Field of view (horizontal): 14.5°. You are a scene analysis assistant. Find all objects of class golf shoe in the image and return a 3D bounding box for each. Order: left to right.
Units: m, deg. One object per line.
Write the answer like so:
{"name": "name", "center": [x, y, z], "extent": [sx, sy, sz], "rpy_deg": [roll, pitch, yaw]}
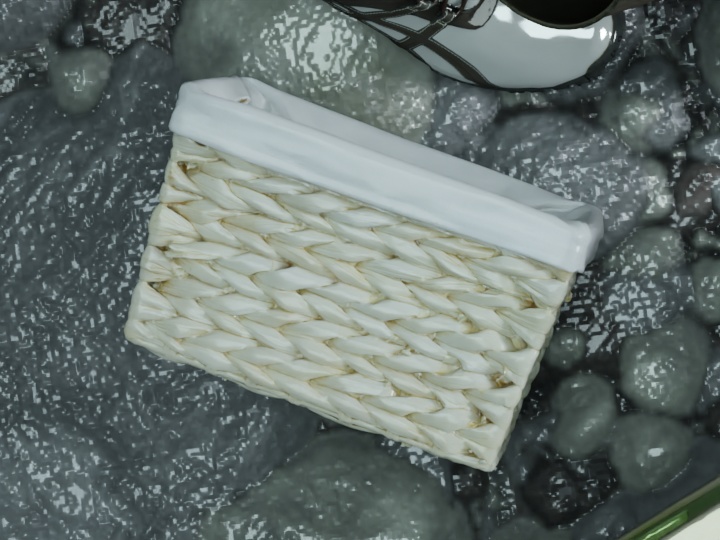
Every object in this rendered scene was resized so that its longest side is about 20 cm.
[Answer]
{"name": "golf shoe", "center": [0.028, -0.137, 1.322], "extent": [0.199, 0.094, 0.078], "rpy_deg": [20, 92, 4]}

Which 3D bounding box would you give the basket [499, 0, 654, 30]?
{"name": "basket", "center": [0.155, -0.196, 1.254], "extent": [0.199, 0.180, 0.137], "rpy_deg": [-15, 115, -25]}

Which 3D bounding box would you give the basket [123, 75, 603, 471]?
{"name": "basket", "center": [0.000, 0.000, 1.310], "extent": [0.199, 0.136, 0.124], "rpy_deg": [21, 97, 6]}

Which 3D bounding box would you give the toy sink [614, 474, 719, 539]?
{"name": "toy sink", "center": [0.124, 0.182, 1.299], "extent": [0.199, 0.130, 0.112], "rpy_deg": [-33, 87, 7]}
